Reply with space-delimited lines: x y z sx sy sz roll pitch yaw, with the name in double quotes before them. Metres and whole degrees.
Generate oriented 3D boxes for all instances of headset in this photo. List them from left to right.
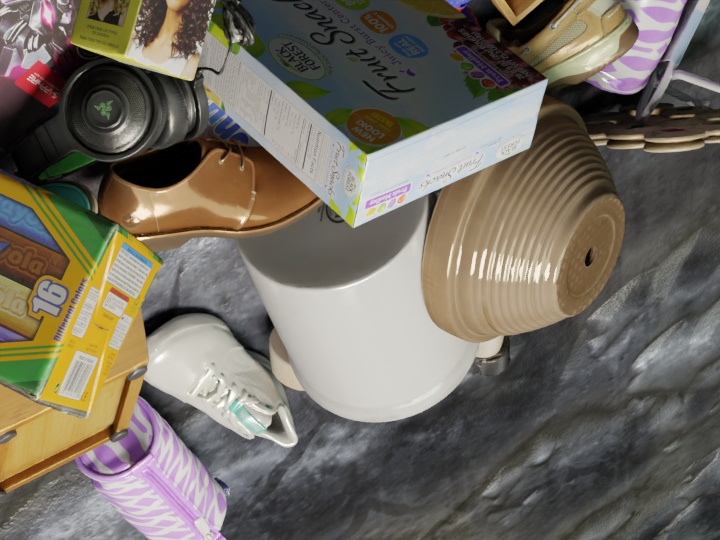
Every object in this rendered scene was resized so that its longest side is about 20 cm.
"headset" -0.150 -0.123 1.287 0.199 0.095 0.123 -27 180 29

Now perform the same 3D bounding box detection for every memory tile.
"memory tile" 0.255 -0.123 1.662 0.152 0.199 0.017 -12 102 -31

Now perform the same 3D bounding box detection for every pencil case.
"pencil case" -0.177 0.179 1.674 0.084 0.086 0.200 -37 148 -3
"pencil case" 0.229 -0.239 1.572 0.083 0.086 0.201 17 128 -9

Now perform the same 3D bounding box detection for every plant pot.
"plant pot" 0.141 -0.029 1.512 0.201 0.092 0.202 -37 139 -41

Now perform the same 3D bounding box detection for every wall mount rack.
"wall mount rack" 0.302 -0.199 1.597 0.174 0.074 0.201 -153 -92 -84

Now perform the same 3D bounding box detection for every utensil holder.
"utensil holder" 0.000 0.000 1.560 0.169 0.170 0.200 -33 147 -7

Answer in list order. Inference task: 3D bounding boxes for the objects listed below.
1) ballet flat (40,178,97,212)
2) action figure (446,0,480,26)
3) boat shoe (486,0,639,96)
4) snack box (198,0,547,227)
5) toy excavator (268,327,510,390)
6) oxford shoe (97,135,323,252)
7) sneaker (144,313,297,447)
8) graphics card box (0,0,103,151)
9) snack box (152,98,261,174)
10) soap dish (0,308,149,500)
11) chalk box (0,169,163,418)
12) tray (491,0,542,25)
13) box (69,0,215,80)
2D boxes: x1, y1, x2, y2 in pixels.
"ballet flat" -0.273 0.003 1.401 0.199 0.070 0.070 -32 148 -5
"action figure" 0.069 -0.184 1.423 0.065 0.100 0.200 6 162 -15
"boat shoe" 0.121 -0.168 1.565 0.199 0.072 0.076 -32 107 19
"snack box" -0.002 -0.134 1.332 0.168 0.200 0.068 -24 141 -34
"toy excavator" 0.036 0.033 1.711 0.100 0.198 0.196 87 17 -52
"oxford shoe" -0.096 -0.068 1.424 0.199 0.071 0.072 -16 137 -28
"sneaker" -0.111 0.100 1.650 0.075 0.089 0.200 -43 148 12
"graphics card box" -0.202 -0.177 1.245 0.200 0.051 0.125 -42 148 5
"snack box" -0.127 -0.116 1.419 0.072 0.024 0.200 -37 148 -4
"soap dish" -0.238 0.092 1.472 0.157 0.082 0.200 -26 165 -22
"chalk box" -0.254 -0.004 1.294 0.125 0.199 0.125 -64 169 -5
"tray" 0.108 -0.269 1.450 0.098 0.037 0.200 -41 149 4
"box" -0.111 -0.222 1.186 0.075 0.050 0.202 11 95 -59
